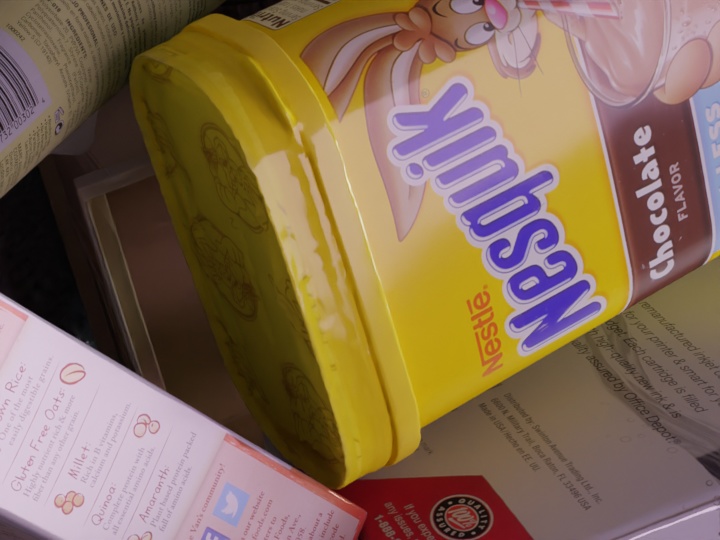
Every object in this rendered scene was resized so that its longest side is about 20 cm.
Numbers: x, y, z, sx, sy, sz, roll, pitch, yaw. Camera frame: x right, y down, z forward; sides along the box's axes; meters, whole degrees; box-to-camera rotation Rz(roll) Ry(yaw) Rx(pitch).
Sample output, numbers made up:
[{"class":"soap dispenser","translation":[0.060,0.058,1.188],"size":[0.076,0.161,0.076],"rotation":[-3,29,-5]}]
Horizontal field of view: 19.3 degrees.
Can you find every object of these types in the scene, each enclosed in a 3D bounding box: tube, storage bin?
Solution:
[{"class":"tube","translation":[-0.086,-0.079,0.643],"size":[0.200,0.052,0.058],"rotation":[-51,-178,-42]},{"class":"storage bin","translation":[0.000,0.000,0.792],"size":[0.200,0.094,0.199],"rotation":[-23,123,-14]}]

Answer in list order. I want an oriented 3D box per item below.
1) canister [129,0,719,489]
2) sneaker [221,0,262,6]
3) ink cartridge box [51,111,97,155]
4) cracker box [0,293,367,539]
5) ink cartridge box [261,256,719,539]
[{"class":"canister","translation":[0.045,-0.042,0.672],"size":[0.200,0.087,0.149],"rotation":[-29,119,-20]},{"class":"sneaker","translation":[-0.018,-0.156,0.782],"size":[0.200,0.075,0.076],"rotation":[-26,137,-32]},{"class":"ink cartridge box","translation":[-0.158,-0.097,0.625],"size":[0.200,0.067,0.117],"rotation":[1,101,-57]},{"class":"cracker box","translation":[-0.113,0.048,0.638],"size":[0.200,0.134,0.058],"rotation":[34,72,-39]},{"class":"ink cartridge box","translation":[0.085,0.071,0.725],"size":[0.200,0.145,0.083],"rotation":[-19,123,-15]}]
